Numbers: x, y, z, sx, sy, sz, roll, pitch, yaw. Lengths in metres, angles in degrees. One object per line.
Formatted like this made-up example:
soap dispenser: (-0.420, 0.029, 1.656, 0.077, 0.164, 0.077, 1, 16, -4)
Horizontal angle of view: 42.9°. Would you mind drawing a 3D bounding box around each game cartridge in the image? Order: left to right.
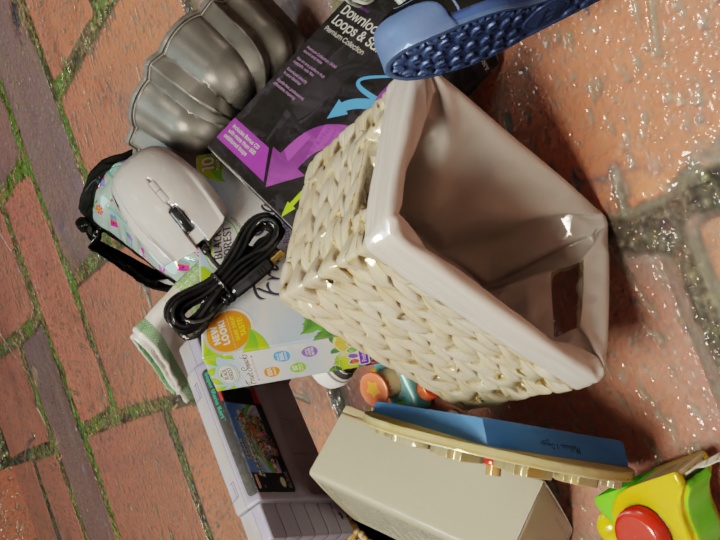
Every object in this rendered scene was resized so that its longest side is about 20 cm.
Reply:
game cartridge: (-0.086, 0.154, 0.833, 0.038, 0.129, 0.202, -35, 62, 16)

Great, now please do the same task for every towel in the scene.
towel: (-0.124, 0.026, 0.885, 0.031, 0.200, 0.150, 36, 161, 21)

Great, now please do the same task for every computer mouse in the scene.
computer mouse: (-0.144, -0.042, 0.705, 0.200, 0.109, 0.044, 42, 170, 37)

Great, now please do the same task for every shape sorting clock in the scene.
shape sorting clock: (0.098, 0.128, 0.664, 0.199, 0.198, 0.040, -3, 75, 54)

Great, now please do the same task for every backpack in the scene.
backpack: (-0.205, -0.060, 1.034, 0.199, 0.165, 0.128, 34, 126, 33)

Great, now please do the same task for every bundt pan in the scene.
bundt pan: (-0.112, -0.146, 0.834, 0.075, 0.201, 0.204, 38, 136, 19)

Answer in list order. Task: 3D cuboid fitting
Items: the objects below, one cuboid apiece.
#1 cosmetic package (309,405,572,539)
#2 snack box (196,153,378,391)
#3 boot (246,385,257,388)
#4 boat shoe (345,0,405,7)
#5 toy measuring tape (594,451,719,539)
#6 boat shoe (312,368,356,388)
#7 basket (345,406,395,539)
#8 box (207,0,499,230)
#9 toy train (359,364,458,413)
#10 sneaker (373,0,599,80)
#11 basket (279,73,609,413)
cosmetic package: (0.065, 0.194, 0.768, 0.198, 0.074, 0.104, 14, 152, 35)
snack box: (-0.056, -0.014, 0.729, 0.053, 0.139, 0.203, 79, -179, -53)
boot: (-0.071, 0.055, 0.852, 0.078, 0.159, 0.213, 10, 138, 18)
boat shoe: (0.001, -0.243, 0.710, 0.072, 0.069, 0.202, -50, 53, 23)
toy measuring tape: (0.226, 0.158, 0.600, 0.074, 0.073, 0.200, 62, 145, 12)
boat shoe: (0.000, 0.000, 0.787, 0.066, 0.070, 0.203, -16, 51, 40)
basket: (0.022, 0.253, 0.864, 0.200, 0.141, 0.151, 42, 137, 35)
box: (-0.009, -0.127, 0.706, 0.143, 0.200, 0.036, 41, 176, 37)
toy train: (0.046, 0.064, 0.821, 0.149, 0.055, 0.204, 24, 123, 48)
sneaker: (0.086, -0.181, 0.536, 0.079, 0.198, 0.070, 61, 166, 9)
basket: (0.057, -0.009, 0.604, 0.123, 0.199, 0.137, -25, 42, 43)
